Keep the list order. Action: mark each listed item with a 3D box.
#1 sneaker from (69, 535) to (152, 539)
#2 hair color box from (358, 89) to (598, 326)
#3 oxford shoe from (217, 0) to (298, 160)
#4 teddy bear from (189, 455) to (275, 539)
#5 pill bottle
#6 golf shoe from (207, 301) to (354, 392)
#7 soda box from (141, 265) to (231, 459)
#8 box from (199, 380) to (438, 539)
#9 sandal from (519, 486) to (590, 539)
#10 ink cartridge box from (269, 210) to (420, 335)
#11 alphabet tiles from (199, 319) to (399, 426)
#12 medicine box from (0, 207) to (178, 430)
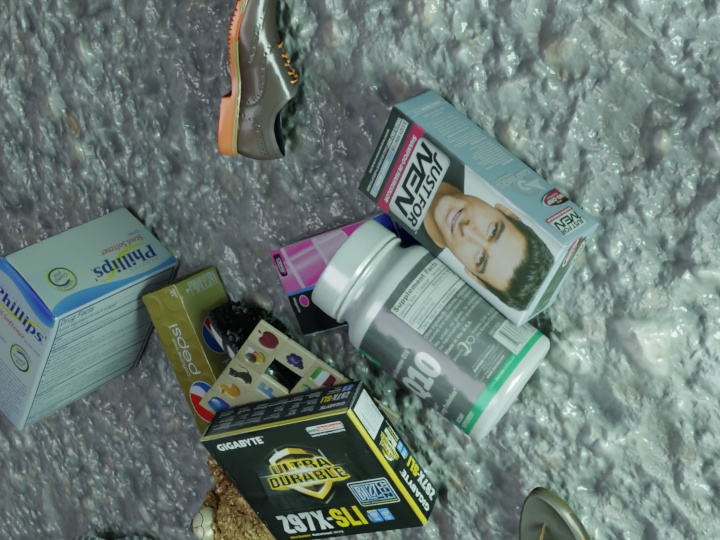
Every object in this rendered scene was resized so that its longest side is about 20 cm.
[{"bbox_3d":[-0.303,0.394,1.774,0.199,0.075,0.082,4,141,38],"label":"sneaker"},{"bbox_3d":[0.100,-0.057,1.192,0.200,0.060,0.099,41,131,19],"label":"hair color box"},{"bbox_3d":[-0.090,-0.203,1.305,0.072,0.071,0.201,12,118,5],"label":"oxford shoe"},{"bbox_3d":[-0.132,0.275,1.550,0.199,0.067,0.146,-8,101,43],"label":"teddy bear"},{"bbox_3d":[0.061,0.050,1.220,0.199,0.113,0.113,37,131,11],"label":"pill bottle"},{"bbox_3d":[-0.094,0.115,1.435,0.200,0.078,0.095,40,131,23],"label":"golf shoe"},{"bbox_3d":[-0.164,0.102,1.500,0.067,0.064,0.201,-18,96,45],"label":"soda box"},{"bbox_3d":[-0.042,0.199,1.377,0.199,0.049,0.160,-14,122,35],"label":"box"},{"bbox_3d":[0.167,0.299,1.301,0.081,0.054,0.201,32,128,27],"label":"sandal"},{"bbox_3d":[0.000,0.000,1.329,0.199,0.037,0.095,-17,98,43],"label":"ink cartridge box"},{"bbox_3d":[-0.073,0.150,1.388,0.167,0.008,0.200,35,135,-5],"label":"alphabet tiles"},{"bbox_3d":[-0.327,0.053,1.539,0.103,0.182,0.201,43,132,17],"label":"medicine box"}]
